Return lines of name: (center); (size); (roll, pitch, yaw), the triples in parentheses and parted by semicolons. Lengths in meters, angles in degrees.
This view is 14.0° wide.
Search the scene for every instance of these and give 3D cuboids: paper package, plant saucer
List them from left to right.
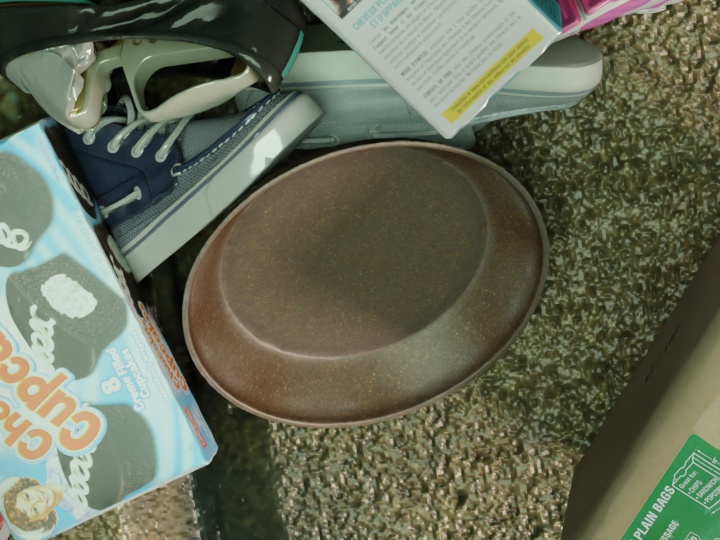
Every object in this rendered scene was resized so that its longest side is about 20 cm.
plant saucer: (0.000, 0.000, 1.557); (0.199, 0.037, 0.201); (-10, 133, -11)
paper package: (0.194, 0.075, 1.507); (0.103, 0.191, 0.201); (31, 107, 0)

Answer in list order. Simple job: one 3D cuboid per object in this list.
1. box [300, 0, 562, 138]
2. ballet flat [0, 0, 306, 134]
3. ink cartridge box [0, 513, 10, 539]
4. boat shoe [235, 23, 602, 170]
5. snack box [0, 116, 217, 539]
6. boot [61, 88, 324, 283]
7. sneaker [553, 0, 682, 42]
box: (0.002, -0.164, 1.436); (0.082, 0.049, 0.200); (-42, 105, 17)
ballet flat: (-0.125, -0.111, 1.514); (0.199, 0.068, 0.069); (-4, 69, 22)
ink cartridge box: (-0.289, 0.107, 1.638); (0.199, 0.083, 0.147); (26, 105, 0)
boat shoe: (0.030, -0.091, 1.559); (0.200, 0.070, 0.072); (1, 114, 13)
snack box: (-0.171, 0.034, 1.551); (0.116, 0.037, 0.201); (-25, 96, 11)
boot: (-0.109, -0.059, 1.554); (0.090, 0.073, 0.200); (50, 128, -2)
sneaker: (0.129, -0.161, 1.511); (0.199, 0.088, 0.082); (-15, 83, 15)
